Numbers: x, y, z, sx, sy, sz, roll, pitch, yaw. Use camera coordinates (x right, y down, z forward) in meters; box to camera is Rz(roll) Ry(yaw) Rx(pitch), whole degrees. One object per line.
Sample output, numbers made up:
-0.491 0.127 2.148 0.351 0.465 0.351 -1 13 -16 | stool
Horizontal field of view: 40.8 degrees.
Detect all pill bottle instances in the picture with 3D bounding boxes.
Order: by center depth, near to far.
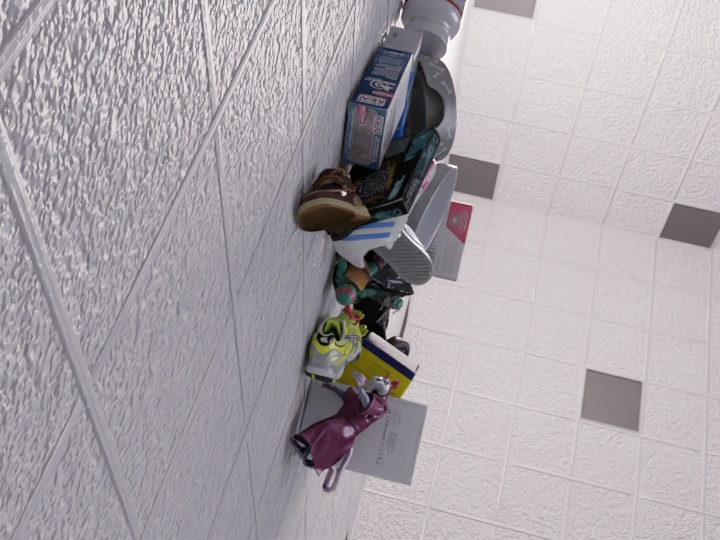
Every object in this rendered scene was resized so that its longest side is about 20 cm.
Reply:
0.135 -0.479 1.722 0.113 0.110 0.203 88 16 -65 | pill bottle

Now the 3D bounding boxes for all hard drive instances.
0.002 0.264 1.594 0.026 0.197 0.134 47 57 -82 | hard drive

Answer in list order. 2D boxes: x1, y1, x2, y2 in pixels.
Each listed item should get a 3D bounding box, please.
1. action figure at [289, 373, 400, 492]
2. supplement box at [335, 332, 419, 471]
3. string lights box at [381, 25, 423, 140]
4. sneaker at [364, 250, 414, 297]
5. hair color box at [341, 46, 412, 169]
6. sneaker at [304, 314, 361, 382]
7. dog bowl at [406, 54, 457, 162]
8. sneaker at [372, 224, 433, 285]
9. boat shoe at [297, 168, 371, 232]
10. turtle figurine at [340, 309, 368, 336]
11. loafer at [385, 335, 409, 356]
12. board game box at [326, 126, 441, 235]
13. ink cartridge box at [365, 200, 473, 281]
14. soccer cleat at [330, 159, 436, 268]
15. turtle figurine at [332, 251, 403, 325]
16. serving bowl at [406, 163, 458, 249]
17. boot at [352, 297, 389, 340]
-0.011 0.239 1.521 0.199 0.150 0.134 -35 -172 -10 | action figure
0.004 0.224 1.670 0.202 0.109 0.109 -57 175 6 | supplement box
0.054 -0.290 1.613 0.103 0.058 0.202 -71 172 -51 | string lights box
0.026 -0.004 1.728 0.199 0.075 0.092 17 67 -59 | sneaker
0.027 -0.248 1.454 0.201 0.059 0.101 -69 170 -52 | hair color box
-0.034 0.107 1.544 0.200 0.074 0.078 -64 165 -70 | sneaker
0.110 -0.280 1.694 0.200 0.058 0.204 174 -90 -72 | dog bowl
0.037 -0.062 1.532 0.074 0.201 0.082 -36 -166 4 | sneaker
-0.039 -0.093 1.230 0.200 0.071 0.073 -2 75 -73 | boat shoe
-0.019 0.159 1.815 0.201 0.063 0.164 -82 175 -61 | turtle figurine
0.017 0.186 1.943 0.200 0.072 0.072 -41 -133 28 | loafer
0.033 -0.131 1.401 0.028 0.134 0.201 60 33 -27 | board game box
0.104 -0.074 1.844 0.083 0.197 0.149 -32 135 -86 | ink cartridge box
0.044 -0.087 1.456 0.199 0.087 0.070 -40 -153 -4 | soccer cleat
0.000 0.000 1.563 0.151 0.100 0.201 54 29 -22 | turtle figurine
0.100 -0.104 1.707 0.201 0.065 0.201 -57 166 -22 | serving bowl
0.029 0.053 1.993 0.151 0.072 0.203 -81 166 -59 | boot
